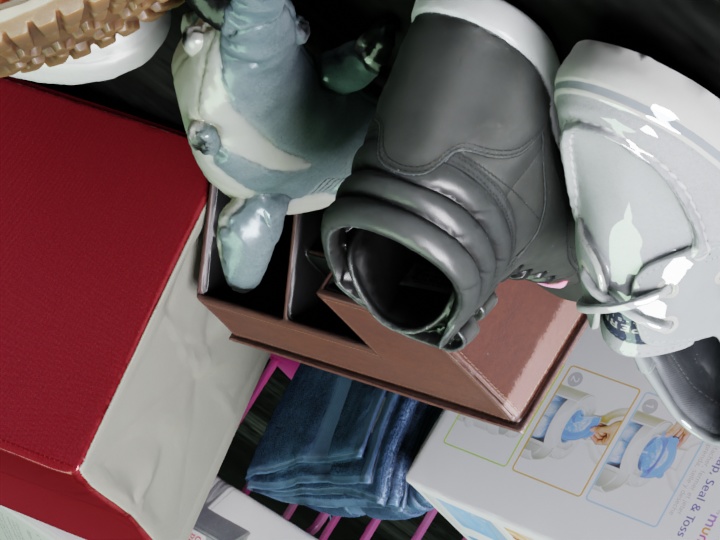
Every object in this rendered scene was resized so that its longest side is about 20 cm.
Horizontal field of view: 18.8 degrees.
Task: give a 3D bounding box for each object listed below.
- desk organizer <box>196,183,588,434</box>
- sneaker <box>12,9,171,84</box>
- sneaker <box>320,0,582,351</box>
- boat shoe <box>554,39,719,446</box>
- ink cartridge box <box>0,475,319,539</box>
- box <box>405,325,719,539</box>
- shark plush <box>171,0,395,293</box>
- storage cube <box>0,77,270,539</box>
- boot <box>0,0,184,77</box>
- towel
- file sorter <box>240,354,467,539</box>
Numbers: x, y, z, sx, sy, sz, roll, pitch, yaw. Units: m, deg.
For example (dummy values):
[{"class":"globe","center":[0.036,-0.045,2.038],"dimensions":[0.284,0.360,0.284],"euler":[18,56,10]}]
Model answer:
[{"class":"desk organizer","center":[0.000,0.000,0.944],"dimensions":[0.200,0.072,0.077],"euler":[14,156,49]},{"class":"sneaker","center":[-0.156,-0.144,0.798],"dimensions":[0.200,0.075,0.089],"euler":[32,153,0]},{"class":"sneaker","center":[0.039,-0.011,0.768],"dimensions":[0.071,0.099,0.200],"euler":[22,164,26]},{"class":"boat shoe","center":[0.103,-0.001,0.727],"dimensions":[0.072,0.069,0.200],"euler":[24,164,28]},{"class":"ink cartridge box","center":[-0.098,0.169,1.192],"dimensions":[0.200,0.085,0.146],"euler":[31,155,23]},{"class":"box","center":[0.139,0.101,0.930],"dimensions":[0.200,0.101,0.113],"euler":[19,161,41]},{"class":"shark plush","center":[-0.026,-0.078,0.778],"dimensions":[0.083,0.091,0.200],"euler":[-12,146,0]},{"class":"storage cube","center":[-0.156,0.020,1.092],"dimensions":[0.179,0.200,0.171],"euler":[19,162,19]},{"class":"boot","center":[-0.142,-0.115,0.740],"dimensions":[0.075,0.200,0.107],"euler":[125,128,-80]},{"class":"towel","center":[0.005,0.066,1.066],"dimensions":[0.048,0.112,0.200],"euler":[27,167,-13]},{"class":"file sorter","center":[-0.010,0.133,1.297],"dimensions":[0.139,0.126,0.200],"euler":[21,162,37]}]
